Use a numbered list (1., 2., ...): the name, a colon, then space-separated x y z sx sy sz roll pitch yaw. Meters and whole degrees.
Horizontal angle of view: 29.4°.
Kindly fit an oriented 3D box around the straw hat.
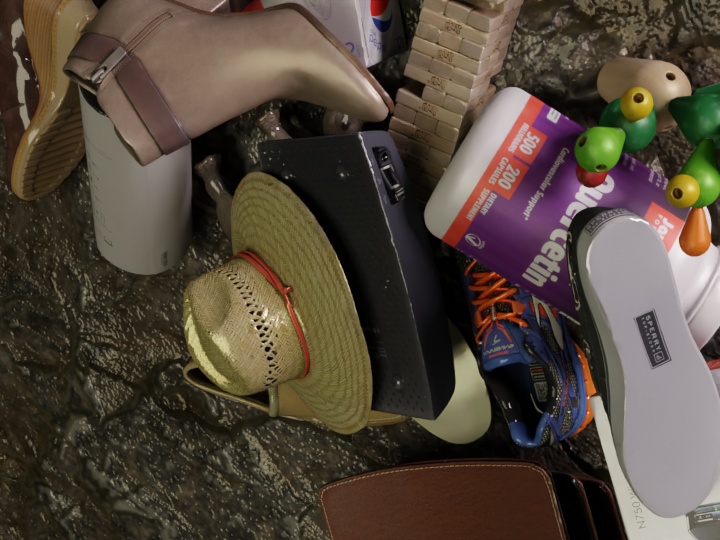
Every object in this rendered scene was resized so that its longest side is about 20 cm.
1. straw hat: -0.078 0.038 0.971 0.201 0.085 0.202 44 147 40

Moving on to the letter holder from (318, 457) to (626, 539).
1. letter holder: 0.084 0.194 1.046 0.199 0.100 0.143 -12 101 32

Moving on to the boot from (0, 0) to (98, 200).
1. boot: -0.288 -0.178 1.141 0.166 0.072 0.201 40 125 24

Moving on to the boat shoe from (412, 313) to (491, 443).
1. boat shoe: 0.033 0.040 1.038 0.074 0.063 0.202 -41 86 17

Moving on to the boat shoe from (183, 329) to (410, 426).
1. boat shoe: -0.049 0.094 1.093 0.199 0.076 0.072 5 111 27

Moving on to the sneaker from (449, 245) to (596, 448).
1. sneaker: 0.112 0.037 0.981 0.075 0.078 0.201 -20 99 32

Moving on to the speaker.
1. speaker: -0.167 -0.082 1.037 0.081 0.081 0.200 32 150 14

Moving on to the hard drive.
1. hard drive: 0.000 0.000 0.952 0.135 0.042 0.201 2 111 53

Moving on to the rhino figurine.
1. rhino figurine: -0.044 -0.081 1.029 0.200 0.060 0.088 -30 95 38

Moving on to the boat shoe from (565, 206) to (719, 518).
1. boat shoe: 0.171 0.053 0.837 0.068 0.057 0.201 -18 107 -7

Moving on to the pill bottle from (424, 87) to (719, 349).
1. pill bottle: 0.149 -0.027 0.905 0.199 0.113 0.113 31 122 2

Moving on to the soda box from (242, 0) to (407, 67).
1. soda box: -0.071 -0.175 1.007 0.199 0.068 0.064 -1 108 30

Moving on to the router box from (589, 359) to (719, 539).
1. router box: 0.259 0.153 0.867 0.179 0.049 0.201 -17 88 28

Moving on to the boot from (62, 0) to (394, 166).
1. boot: -0.095 -0.123 0.912 0.200 0.146 0.070 42 167 23

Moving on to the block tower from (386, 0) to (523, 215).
1. block tower: 0.062 -0.132 0.957 0.054 0.058 0.201 26 120 19

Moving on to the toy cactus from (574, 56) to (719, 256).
1. toy cactus: 0.208 -0.091 0.853 0.165 0.199 0.103 43 151 57
